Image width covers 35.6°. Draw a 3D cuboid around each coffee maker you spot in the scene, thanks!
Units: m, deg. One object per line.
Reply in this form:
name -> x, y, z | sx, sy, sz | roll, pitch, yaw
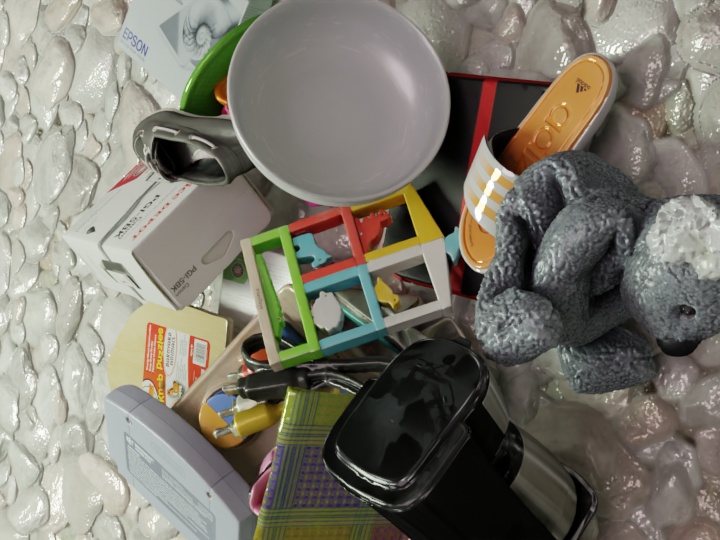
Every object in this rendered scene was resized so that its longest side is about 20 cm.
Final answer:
coffee maker -> 0.072, 0.181, 0.852 | 0.134, 0.200, 0.193 | -7, 50, 37

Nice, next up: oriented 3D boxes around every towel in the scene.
towel -> -0.017, 0.190, 0.950 | 0.023, 0.142, 0.202 | -129, 47, -59

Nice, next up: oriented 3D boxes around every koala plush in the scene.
koala plush -> 0.214, -0.007, 0.827 | 0.199, 0.177, 0.186 | -3, 74, 45

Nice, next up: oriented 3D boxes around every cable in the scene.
cable -> -0.039, 0.098, 1.007 | 0.198, 0.051, 0.098 | -7, 48, 15

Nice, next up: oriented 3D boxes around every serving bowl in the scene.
serving bowl -> -0.023, -0.146, 1.008 | 0.066, 0.198, 0.202 | 124, 134, -70

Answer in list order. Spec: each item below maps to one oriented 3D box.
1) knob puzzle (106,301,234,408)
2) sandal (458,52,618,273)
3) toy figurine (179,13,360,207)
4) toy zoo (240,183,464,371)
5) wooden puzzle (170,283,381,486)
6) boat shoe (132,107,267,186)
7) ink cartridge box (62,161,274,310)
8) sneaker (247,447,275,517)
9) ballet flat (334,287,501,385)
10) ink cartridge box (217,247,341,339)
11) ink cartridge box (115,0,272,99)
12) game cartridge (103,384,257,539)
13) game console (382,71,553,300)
knob puzzle -> -0.200, 0.120, 1.184 | 0.218, 0.030, 0.222 | 2, 93, 43
sandal -> 0.132, -0.096, 0.935 | 0.079, 0.059, 0.208 | 45, 111, 41
toy figurine -> -0.044, -0.151, 1.100 | 0.200, 0.150, 0.184 | -42, 75, -11
toy zoo -> 0.000, 0.000, 1.007 | 0.198, 0.020, 0.132 | -19, 63, 3
wooden puzzle -> -0.070, 0.144, 1.069 | 0.185, 0.046, 0.200 | 44, 102, 4
boat shoe -> -0.169, -0.114, 1.073 | 0.199, 0.057, 0.067 | 5, 133, 45
ink cartridge box -> -0.204, -0.048, 1.172 | 0.147, 0.083, 0.199 | -48, 29, -20
sneaker -> -0.016, 0.166, 0.986 | 0.199, 0.095, 0.079 | -32, 83, 16
ballet flat -> 0.052, 0.060, 1.042 | 0.064, 0.067, 0.200 | -48, 56, -4
ink cartridge box -> -0.091, 0.080, 1.151 | 0.116, 0.067, 0.202 | 14, 97, 42
ink cartridge box -> -0.183, -0.301, 1.268 | 0.199, 0.040, 0.201 | 40, 113, 35
game cartridge -> -0.174, 0.202, 1.092 | 0.199, 0.040, 0.134 | 36, 145, 25
game console -> 0.104, -0.076, 1.018 | 0.176, 0.031, 0.202 | 14, 98, 36
